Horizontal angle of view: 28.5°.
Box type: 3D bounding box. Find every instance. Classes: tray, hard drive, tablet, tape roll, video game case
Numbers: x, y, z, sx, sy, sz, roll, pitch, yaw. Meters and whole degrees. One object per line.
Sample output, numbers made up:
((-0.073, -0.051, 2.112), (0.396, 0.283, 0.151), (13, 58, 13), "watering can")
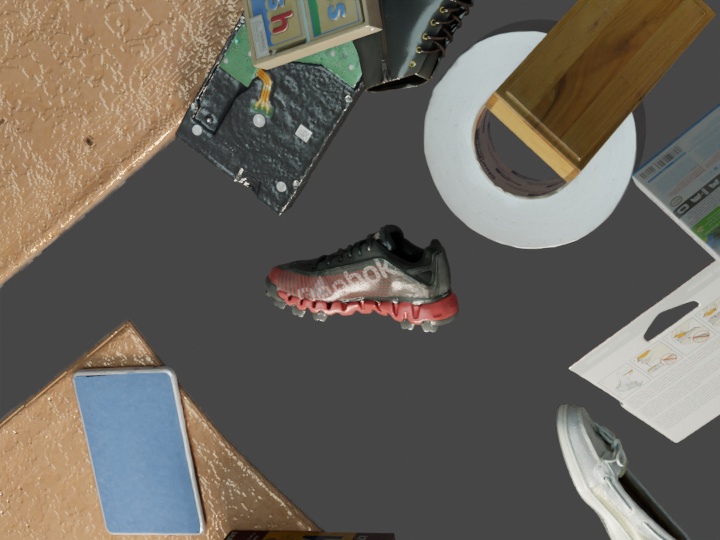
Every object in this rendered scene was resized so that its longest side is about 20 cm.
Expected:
((0.208, -0.182, 1.215), (0.098, 0.037, 0.200), (42, 74, 2), "tray")
((-0.079, -0.175, 1.386), (0.139, 0.038, 0.201), (36, 116, 5), "hard drive")
((-0.247, 0.204, 1.584), (0.128, 0.014, 0.203), (-3, 107, 20), "tablet")
((0.160, -0.125, 1.304), (0.198, 0.066, 0.203), (6, 110, 17), "tape roll")
((0.337, -0.070, 1.183), (0.143, 0.200, 0.018), (-38, 133, 1), "video game case")

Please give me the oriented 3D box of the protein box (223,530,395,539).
((-0.061, 0.399, 1.517), (0.197, 0.135, 0.201), (-3, 106, 20), "protein box")

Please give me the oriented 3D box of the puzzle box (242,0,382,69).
((-0.056, -0.299, 1.298), (0.132, 0.025, 0.203), (-14, 83, 30), "puzzle box")

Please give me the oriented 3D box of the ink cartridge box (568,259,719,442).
((0.308, 0.057, 1.276), (0.173, 0.044, 0.200), (33, 121, -32), "ink cartridge box")

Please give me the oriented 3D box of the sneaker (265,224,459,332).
((0.000, 0.000, 1.398), (0.198, 0.071, 0.099), (4, 109, 16), "sneaker")

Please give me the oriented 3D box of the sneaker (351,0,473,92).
((0.080, -0.234, 1.274), (0.198, 0.075, 0.108), (-19, 80, 28), "sneaker")

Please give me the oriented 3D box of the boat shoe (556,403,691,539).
((0.255, 0.210, 1.382), (0.064, 0.075, 0.203), (-28, 101, 19), "boat shoe")
